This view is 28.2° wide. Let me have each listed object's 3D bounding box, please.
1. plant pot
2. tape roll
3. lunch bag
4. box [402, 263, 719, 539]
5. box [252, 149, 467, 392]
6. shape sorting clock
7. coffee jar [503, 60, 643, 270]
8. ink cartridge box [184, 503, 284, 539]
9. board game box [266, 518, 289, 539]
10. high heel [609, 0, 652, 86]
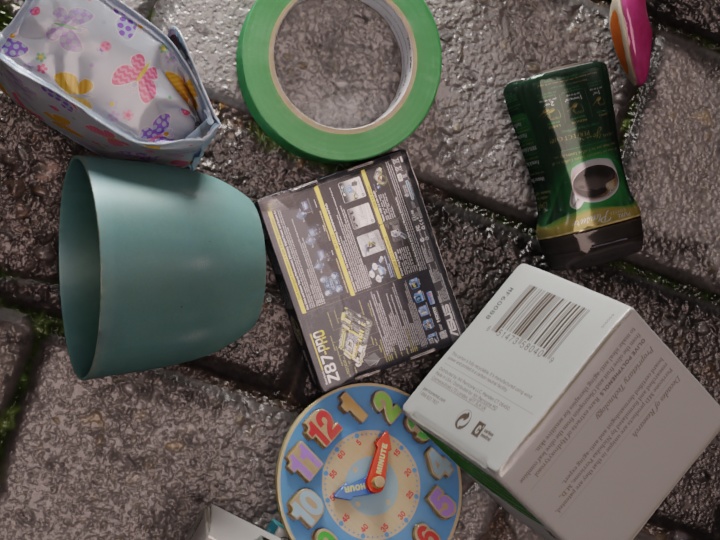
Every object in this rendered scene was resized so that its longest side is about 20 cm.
[{"bbox_3d":[-0.179,-0.005,1.305,0.160,0.200,0.202,-2,90,-22],"label":"plant pot"},{"bbox_3d":[-0.021,-0.206,1.408,0.199,0.048,0.202,0,90,-12],"label":"tape roll"},{"bbox_3d":[-0.221,-0.170,1.304,0.200,0.170,0.127,35,80,-7],"label":"lunch bag"},{"bbox_3d":[0.190,0.135,1.358,0.171,0.199,0.200,43,82,-27],"label":"box"},{"bbox_3d":[0.000,0.000,1.412,0.161,0.049,0.201,-21,95,-14],"label":"box"},{"bbox_3d":[0.011,0.209,1.395,0.199,0.039,0.201,6,73,-20],"label":"shape sorting clock"},{"bbox_3d":[0.216,-0.103,1.439,0.104,0.085,0.201,-13,92,-14],"label":"coffee jar"},{"bbox_3d":[-0.088,0.330,1.314,0.199,0.083,0.147,28,97,-10],"label":"ink cartridge box"},{"bbox_3d":[-0.036,0.360,1.403,0.199,0.047,0.151,31,84,-10],"label":"board game box"},{"bbox_3d":[0.302,-0.291,1.469,0.095,0.067,0.201,-7,78,-2],"label":"high heel"}]
